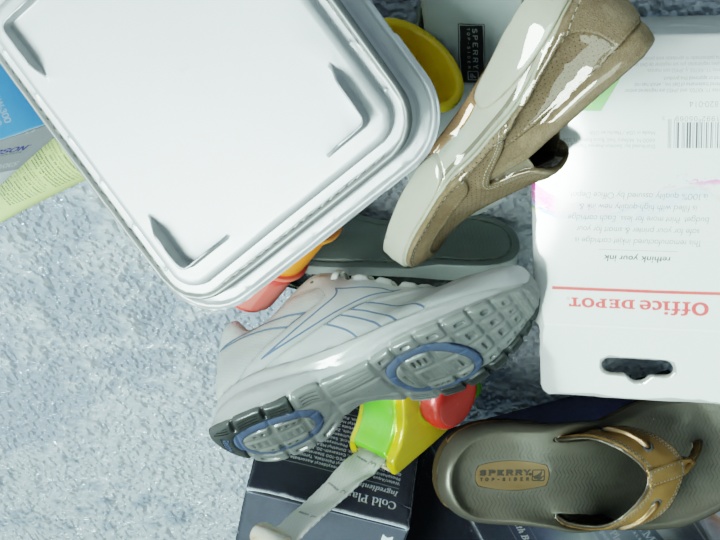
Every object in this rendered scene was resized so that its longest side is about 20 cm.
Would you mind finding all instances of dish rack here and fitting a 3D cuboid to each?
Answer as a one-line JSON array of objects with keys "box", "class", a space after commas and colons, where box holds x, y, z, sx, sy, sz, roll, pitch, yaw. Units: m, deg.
[{"box": [-0.079, -0.094, 0.614, 0.171, 0.044, 0.201, -37, 90, 19], "class": "dish rack"}]

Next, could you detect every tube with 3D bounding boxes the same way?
[{"box": [-0.192, -0.080, 0.807, 0.199, 0.059, 0.052, -18, 163, 28], "class": "tube"}]

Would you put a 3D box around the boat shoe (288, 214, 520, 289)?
[{"box": [0.000, 0.000, 0.823, 0.198, 0.076, 0.061, 7, 128, 5], "class": "boat shoe"}]

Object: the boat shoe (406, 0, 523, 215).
[{"box": [0.063, -0.118, 0.707, 0.070, 0.064, 0.201, 8, 135, 6], "class": "boat shoe"}]

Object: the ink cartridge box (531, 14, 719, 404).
[{"box": [0.155, -0.033, 0.711, 0.116, 0.067, 0.202, 2, 109, 16], "class": "ink cartridge box"}]

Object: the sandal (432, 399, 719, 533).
[{"box": [0.143, 0.115, 0.759, 0.198, 0.055, 0.083, 0, 93, -7], "class": "sandal"}]

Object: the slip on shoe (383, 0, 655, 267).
[{"box": [0.074, -0.064, 0.656, 0.060, 0.076, 0.201, 34, 128, 3], "class": "slip on shoe"}]

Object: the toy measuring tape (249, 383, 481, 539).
[{"box": [0.008, 0.083, 0.760, 0.073, 0.200, 0.074, 31, 139, 31], "class": "toy measuring tape"}]

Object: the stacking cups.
[{"box": [-0.018, -0.048, 0.710, 0.060, 0.061, 0.200, 26, 136, -14], "class": "stacking cups"}]

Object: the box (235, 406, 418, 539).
[{"box": [-0.023, 0.145, 0.889, 0.103, 0.183, 0.201, 13, 134, -1], "class": "box"}]

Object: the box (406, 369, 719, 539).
[{"box": [0.156, 0.190, 0.840, 0.197, 0.201, 0.124, -11, 138, -23], "class": "box"}]

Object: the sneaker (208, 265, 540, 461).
[{"box": [0.001, 0.033, 0.720, 0.198, 0.088, 0.075, -20, 145, 10], "class": "sneaker"}]

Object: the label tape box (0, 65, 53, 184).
[{"box": [-0.234, -0.117, 0.708, 0.199, 0.066, 0.144, -31, 82, 39], "class": "label tape box"}]
